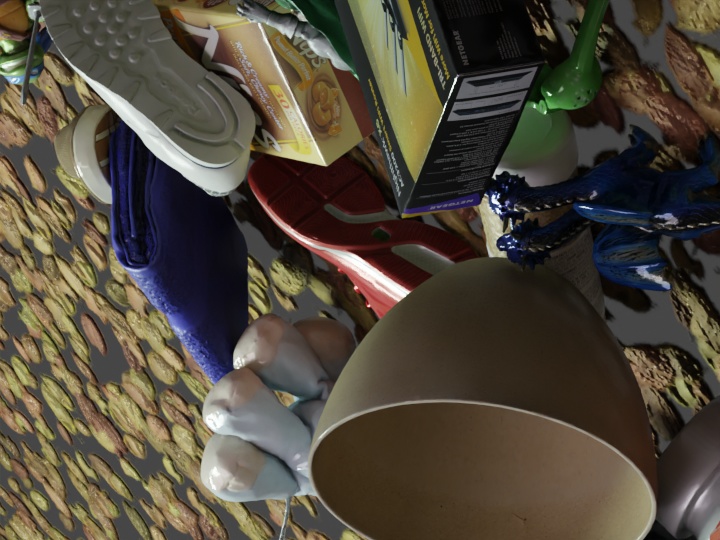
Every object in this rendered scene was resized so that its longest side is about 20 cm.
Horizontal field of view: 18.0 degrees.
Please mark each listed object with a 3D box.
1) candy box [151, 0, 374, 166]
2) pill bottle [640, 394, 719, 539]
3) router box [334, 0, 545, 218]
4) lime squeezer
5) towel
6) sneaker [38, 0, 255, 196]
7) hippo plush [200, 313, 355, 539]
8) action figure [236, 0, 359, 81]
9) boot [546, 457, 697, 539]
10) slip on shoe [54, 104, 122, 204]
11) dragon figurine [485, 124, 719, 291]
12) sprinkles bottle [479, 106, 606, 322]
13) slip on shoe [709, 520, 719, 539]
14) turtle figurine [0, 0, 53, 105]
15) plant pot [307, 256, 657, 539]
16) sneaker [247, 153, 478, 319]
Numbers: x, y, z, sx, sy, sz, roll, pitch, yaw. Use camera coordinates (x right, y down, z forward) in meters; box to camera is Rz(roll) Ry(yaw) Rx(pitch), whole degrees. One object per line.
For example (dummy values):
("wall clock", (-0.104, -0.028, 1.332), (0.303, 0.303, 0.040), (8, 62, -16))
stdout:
("candy box", (-0.082, -0.144, 1.559), (0.200, 0.055, 0.116), (16, 138, 54))
("pill bottle", (0.265, 0.166, 1.310), (0.200, 0.110, 0.110), (41, 153, 23))
("router box", (0.033, -0.154, 1.253), (0.157, 0.052, 0.200), (109, 147, -61))
("lime squeezer", (0.099, -0.121, 1.298), (0.071, 0.038, 0.200), (57, 156, -10))
("towel", (-0.137, -0.015, 1.696), (0.200, 0.049, 0.148), (59, -155, -56))
("sneaker", (-0.152, -0.131, 1.554), (0.200, 0.076, 0.081), (49, 165, 13))
("hippo plush", (-0.015, 0.134, 1.691), (0.161, 0.159, 0.201), (10, 114, 41))
("action figure", (-0.043, -0.183, 1.405), (0.055, 0.118, 0.200), (-32, 108, 34))
("boot", (0.211, 0.181, 1.430), (0.200, 0.132, 0.070), (46, 112, 3))
("slip on shoe", (-0.203, -0.091, 1.721), (0.200, 0.060, 0.076), (-71, -28, -79))
("dragon figurine", (0.156, -0.028, 1.248), (0.200, 0.099, 0.059), (19, 140, 46))
("sprinkles bottle", (0.111, -0.010, 1.390), (0.068, 0.068, 0.200), (29, 147, 41))
("slip on shoe", (0.244, 0.083, 1.215), (0.061, 0.074, 0.200), (48, 124, 29))
("turtle figurine", (-0.302, -0.217, 1.720), (0.144, 0.200, 0.194), (-3, 113, 43))
("plant pot", (0.079, 0.072, 1.324), (0.200, 0.135, 0.200), (8, 146, 5))
("sneaker", (0.000, 0.000, 1.587), (0.200, 0.078, 0.116), (38, 151, 31))
